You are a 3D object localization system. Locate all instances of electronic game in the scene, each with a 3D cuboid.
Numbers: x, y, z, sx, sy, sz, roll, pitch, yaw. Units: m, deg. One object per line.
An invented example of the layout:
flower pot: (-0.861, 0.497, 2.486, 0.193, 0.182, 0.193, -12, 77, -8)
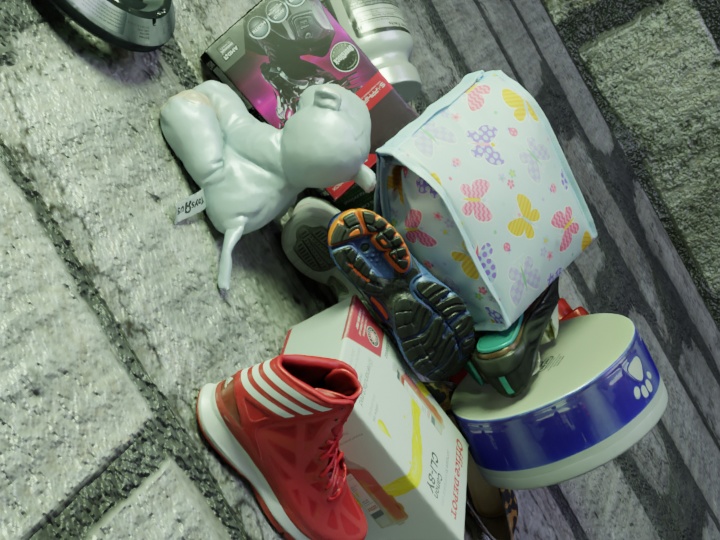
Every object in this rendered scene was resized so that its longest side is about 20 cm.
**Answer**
electronic game: (-0.239, -0.276, 1.134, 0.200, 0.042, 0.200, 42, 27, -27)

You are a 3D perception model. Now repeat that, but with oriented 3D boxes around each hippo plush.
hippo plush: (-0.077, -0.118, 1.156, 0.160, 0.160, 0.200, 57, 23, -15)

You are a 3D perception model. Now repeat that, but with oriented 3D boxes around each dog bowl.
dog bowl: (0.191, 0.124, 1.259, 0.079, 0.199, 0.200, 63, 21, -13)

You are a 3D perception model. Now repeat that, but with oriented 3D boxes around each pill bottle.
pill bottle: (-0.004, -0.295, 1.580, 0.116, 0.116, 0.201, 7, 59, -64)

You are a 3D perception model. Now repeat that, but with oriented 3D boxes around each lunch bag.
lunch bag: (0.108, -0.069, 1.221, 0.170, 0.127, 0.200, -43, 117, -34)

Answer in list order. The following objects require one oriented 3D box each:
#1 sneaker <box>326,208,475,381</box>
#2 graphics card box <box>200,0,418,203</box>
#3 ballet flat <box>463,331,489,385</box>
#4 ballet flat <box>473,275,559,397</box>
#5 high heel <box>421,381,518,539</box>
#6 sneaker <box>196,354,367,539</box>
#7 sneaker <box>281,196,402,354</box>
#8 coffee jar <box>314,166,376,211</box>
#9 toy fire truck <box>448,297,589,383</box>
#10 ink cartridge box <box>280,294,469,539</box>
sneaker: (0.037, 0.017, 1.183, 0.200, 0.075, 0.078, 55, -3, -21)
graphics card box: (-0.049, -0.182, 1.298, 0.200, 0.125, 0.051, 49, -9, -9)
ballet flat: (0.091, 0.034, 1.308, 0.200, 0.065, 0.071, 49, -12, 38)
ballet flat: (0.155, 0.055, 1.255, 0.069, 0.068, 0.200, 64, 33, -21)
high heel: (0.108, 0.197, 1.322, 0.200, 0.071, 0.143, 48, 19, -53)
sneaker: (-0.029, 0.146, 1.024, 0.200, 0.115, 0.079, 47, 27, -31)
sneaker: (0.000, 0.000, 1.312, 0.200, 0.078, 0.099, 55, 19, -23)
coffee jar: (0.022, -0.064, 1.414, 0.200, 0.085, 0.104, 55, 16, -19)
toy fire truck: (0.162, 0.069, 1.458, 0.200, 0.176, 0.129, 55, 9, 16)
ink cartridge box: (0.011, 0.146, 1.156, 0.200, 0.083, 0.145, 53, 23, -21)
